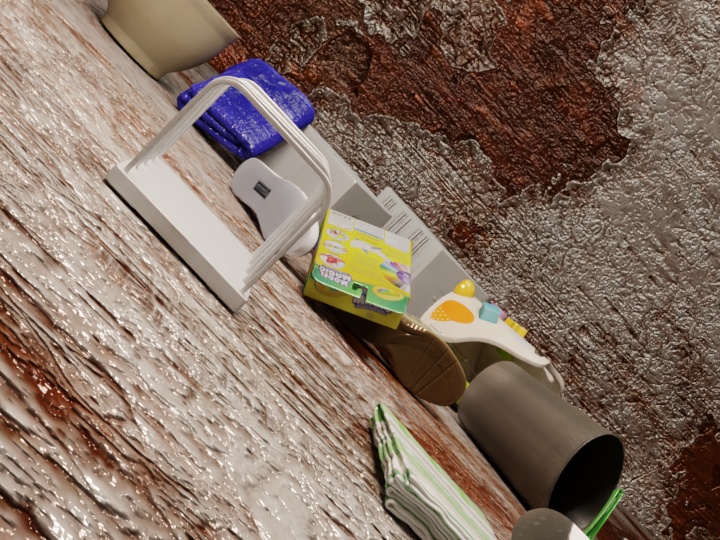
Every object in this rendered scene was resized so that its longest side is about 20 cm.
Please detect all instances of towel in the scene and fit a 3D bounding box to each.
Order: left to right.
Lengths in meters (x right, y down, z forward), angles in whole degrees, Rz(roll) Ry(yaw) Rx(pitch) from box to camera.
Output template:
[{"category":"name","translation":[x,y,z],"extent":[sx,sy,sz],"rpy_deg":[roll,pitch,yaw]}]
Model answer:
[{"category":"towel","translation":[-0.162,-0.245,1.635],"extent":[0.147,0.050,0.200],"rpy_deg":[36,35,7]},{"category":"towel","translation":[0.062,0.186,0.861],"extent":[0.150,0.031,0.200],"rpy_deg":[49,2,-8]}]

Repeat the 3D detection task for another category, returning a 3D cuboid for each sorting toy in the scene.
[{"category":"sorting toy","translation":[0.208,0.116,1.610],"extent":[0.179,0.107,0.200],"rpy_deg":[31,-10,35]}]

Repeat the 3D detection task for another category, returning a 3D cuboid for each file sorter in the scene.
[{"category":"file sorter","translation":[-0.102,-0.076,0.911],"extent":[0.139,0.124,0.200],"rpy_deg":[46,5,-8]}]

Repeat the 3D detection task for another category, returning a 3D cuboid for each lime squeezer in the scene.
[{"category":"lime squeezer","translation":[0.256,0.328,1.247],"extent":[0.038,0.070,0.200],"rpy_deg":[61,30,-18]}]

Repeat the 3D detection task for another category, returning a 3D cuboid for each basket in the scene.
[{"category":"basket","translation":[0.231,0.222,1.471],"extent":[0.200,0.135,0.182],"rpy_deg":[43,-30,40]}]

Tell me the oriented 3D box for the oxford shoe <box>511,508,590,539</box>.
[{"category":"oxford shoe","translation":[0.171,0.278,0.850],"extent":[0.072,0.070,0.201],"rpy_deg":[75,-9,-54]}]

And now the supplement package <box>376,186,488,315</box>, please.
[{"category":"supplement package","translation":[0.089,-0.002,1.992],"extent":[0.191,0.147,0.200],"rpy_deg":[42,6,-47]}]

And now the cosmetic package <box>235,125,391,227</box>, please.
[{"category":"cosmetic package","translation":[-0.075,-0.139,1.794],"extent":[0.200,0.123,0.199],"rpy_deg":[47,4,21]}]

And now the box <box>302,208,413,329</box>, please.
[{"category":"box","translation":[0.000,0.000,1.272],"extent":[0.116,0.049,0.200],"rpy_deg":[21,20,-4]}]

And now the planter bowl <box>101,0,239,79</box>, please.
[{"category":"planter bowl","translation":[-0.291,-0.367,1.621],"extent":[0.200,0.135,0.200],"rpy_deg":[46,4,-4]}]

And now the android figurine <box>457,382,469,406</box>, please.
[{"category":"android figurine","translation":[0.112,0.141,1.642],"extent":[0.182,0.041,0.200],"rpy_deg":[49,2,3]}]

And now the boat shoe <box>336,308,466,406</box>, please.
[{"category":"boat shoe","translation":[0.051,0.082,1.346],"extent":[0.200,0.073,0.063],"rpy_deg":[46,7,-14]}]

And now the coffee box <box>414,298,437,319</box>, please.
[{"category":"coffee box","translation":[0.173,0.153,1.877],"extent":[0.200,0.080,0.113],"rpy_deg":[44,4,-35]}]

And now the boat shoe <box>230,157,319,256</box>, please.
[{"category":"boat shoe","translation":[-0.090,-0.071,1.342],"extent":[0.065,0.074,0.200],"rpy_deg":[37,11,-40]}]

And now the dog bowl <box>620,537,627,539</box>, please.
[{"category":"dog bowl","translation":[0.359,0.422,1.331],"extent":[0.200,0.074,0.200],"rpy_deg":[46,4,-4]}]
